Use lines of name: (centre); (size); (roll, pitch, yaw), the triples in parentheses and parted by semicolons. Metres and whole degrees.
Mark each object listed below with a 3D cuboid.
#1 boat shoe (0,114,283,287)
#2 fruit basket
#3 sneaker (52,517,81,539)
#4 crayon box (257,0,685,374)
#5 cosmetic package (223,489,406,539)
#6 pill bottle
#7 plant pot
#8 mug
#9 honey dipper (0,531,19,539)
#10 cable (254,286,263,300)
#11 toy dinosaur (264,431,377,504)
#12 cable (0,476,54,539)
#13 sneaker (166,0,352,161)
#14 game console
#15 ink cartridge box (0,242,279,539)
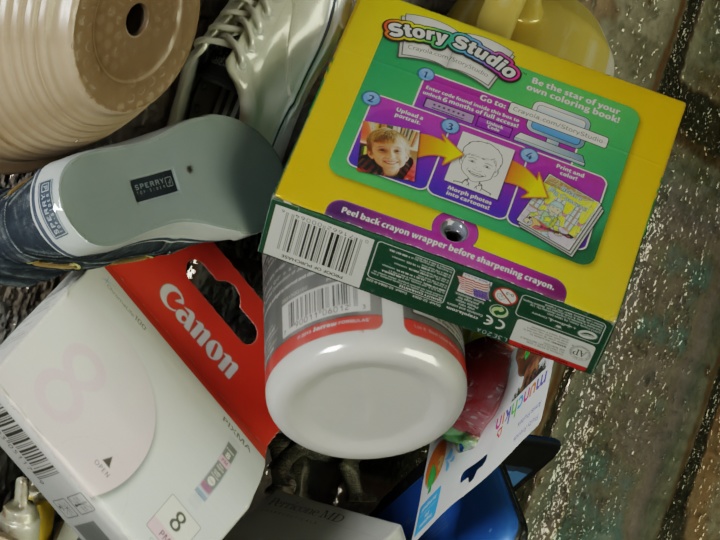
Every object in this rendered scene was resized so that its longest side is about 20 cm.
boat shoe: (-0.130, -0.038, 1.445); (0.200, 0.091, 0.071); (-10, 84, -53)
fruit basket: (0.076, 0.042, 1.571); (0.185, 0.094, 0.200); (-50, -162, 54)
sneaker: (-0.131, 0.179, 1.497); (0.067, 0.090, 0.200); (88, 16, -53)
crayon box: (0.065, -0.054, 1.487); (0.058, 0.200, 0.173); (108, 3, -51)
cosmetic package: (-0.066, 0.225, 1.577); (0.200, 0.113, 0.081); (-41, 127, -38)
pill bottle: (0.000, 0.000, 1.542); (0.116, 0.116, 0.200); (60, 21, -48)
plant pot: (-0.149, -0.141, 1.372); (0.201, 0.093, 0.201); (-28, 127, -46)
mug: (0.100, -0.107, 1.680); (0.149, 0.187, 0.153); (33, 65, -17)
honey dipper: (-0.233, 0.232, 1.406); (0.038, 0.038, 0.200); (27, 84, -56)
cable: (0.002, 0.034, 1.674); (0.050, 0.097, 0.200); (-37, 155, 28)
toy dinosaur: (-0.031, 0.094, 1.685); (0.200, 0.077, 0.102); (20, 70, -49)
cable: (-0.202, 0.205, 1.494); (0.097, 0.050, 0.200); (-42, 136, -48)
sneaker: (-0.060, -0.129, 1.519); (0.071, 0.073, 0.200); (7, 100, -62)
game console: (0.049, 0.201, 1.723); (0.118, 0.171, 0.200); (35, 112, -32)
ink cartridge box: (-0.110, 0.061, 1.480); (0.163, 0.057, 0.200); (51, 56, -14)
